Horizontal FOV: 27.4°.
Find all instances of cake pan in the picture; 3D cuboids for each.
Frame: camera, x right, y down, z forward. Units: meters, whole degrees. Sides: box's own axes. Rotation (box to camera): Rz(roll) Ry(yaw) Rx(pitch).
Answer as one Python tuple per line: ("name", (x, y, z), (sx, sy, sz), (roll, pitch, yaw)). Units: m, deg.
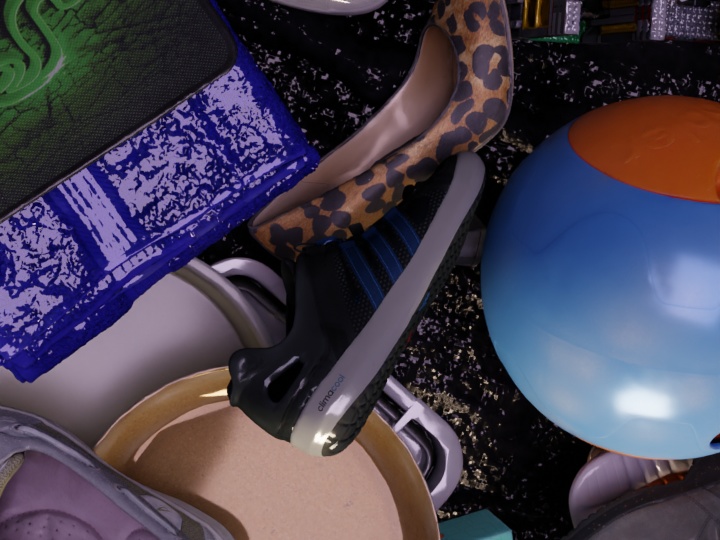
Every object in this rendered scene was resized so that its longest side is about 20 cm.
("cake pan", (-0.139, 0.079, 0.806), (0.199, 0.037, 0.201), (-1, 97, -12))

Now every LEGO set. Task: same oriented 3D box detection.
("LEGO set", (0.172, -0.187, 0.832), (0.199, 0.116, 0.155), (10, 95, -14))

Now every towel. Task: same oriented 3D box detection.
("towel", (-0.133, -0.054, 0.744), (0.200, 0.050, 0.148), (-37, 107, -7))

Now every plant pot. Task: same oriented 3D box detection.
("plant pot", (-0.057, 0.150, 0.778), (0.199, 0.027, 0.201), (0, 85, -1))

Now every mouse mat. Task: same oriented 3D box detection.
("mouse mat", (-0.179, -0.112, 0.717), (0.200, 0.008, 0.161), (-35, 81, -6))

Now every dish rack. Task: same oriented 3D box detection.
("dish rack", (-0.058, 0.107, 0.866), (0.200, 0.044, 0.172), (42, 88, -14))

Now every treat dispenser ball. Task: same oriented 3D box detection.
("treat dispenser ball", (0.166, 0.004, 0.821), (0.200, 0.201, 0.202), (-1, 97, -12))

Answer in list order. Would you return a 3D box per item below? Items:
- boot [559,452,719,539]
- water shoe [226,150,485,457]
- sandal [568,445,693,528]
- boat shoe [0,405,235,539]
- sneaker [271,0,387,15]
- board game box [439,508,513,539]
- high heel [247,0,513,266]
("boot", (0.193, 0.175, 0.803), (0.199, 0.131, 0.068), (-30, 139, -12))
("water shoe", (0.000, 0.000, 0.771), (0.079, 0.072, 0.200), (27, 57, 8))
("sandal", (0.198, 0.119, 0.920), (0.206, 0.059, 0.080), (-17, 107, -32))
("boat shoe", (-0.155, 0.119, 0.732), (0.201, 0.065, 0.075), (25, 86, 9))
("sneaker", (-0.061, -0.200, 0.809), (0.199, 0.085, 0.073), (26, 89, -15))
("board game box", (0.026, 0.254, 0.845), (0.151, 0.045, 0.201), (-14, 101, -14))
("high heel", (0.010, -0.095, 0.840), (0.142, 0.071, 0.201), (-1, 106, -18))
